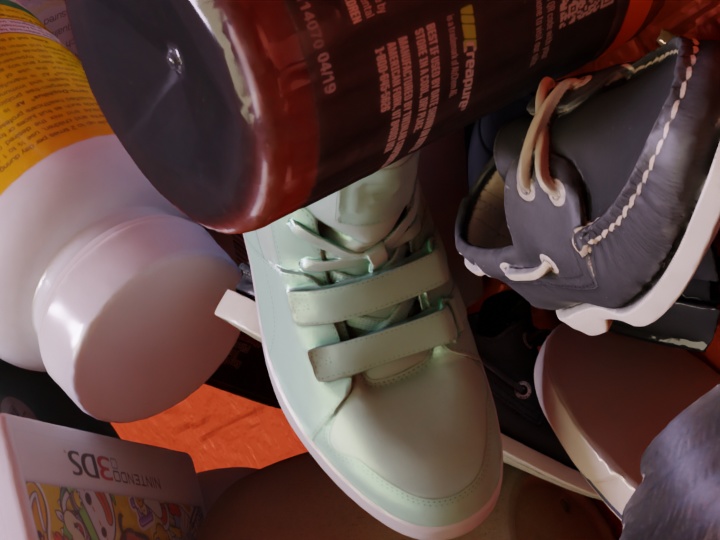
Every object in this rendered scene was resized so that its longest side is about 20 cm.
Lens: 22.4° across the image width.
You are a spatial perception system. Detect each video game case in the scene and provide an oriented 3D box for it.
[{"bbox_3d":[-0.086,0.163,0.735,0.182,0.023,0.201,30,-138,-69],"label":"video game case"}]

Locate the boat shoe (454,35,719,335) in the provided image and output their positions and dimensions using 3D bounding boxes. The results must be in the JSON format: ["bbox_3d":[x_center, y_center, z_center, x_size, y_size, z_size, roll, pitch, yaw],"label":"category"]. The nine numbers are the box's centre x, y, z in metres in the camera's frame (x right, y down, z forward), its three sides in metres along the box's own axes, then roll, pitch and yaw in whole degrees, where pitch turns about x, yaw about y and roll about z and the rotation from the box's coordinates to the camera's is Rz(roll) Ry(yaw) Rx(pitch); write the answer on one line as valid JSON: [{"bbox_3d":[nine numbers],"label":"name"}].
[{"bbox_3d":[0.067,-0.027,0.526,0.060,0.074,0.200,25,173,0],"label":"boat shoe"}]

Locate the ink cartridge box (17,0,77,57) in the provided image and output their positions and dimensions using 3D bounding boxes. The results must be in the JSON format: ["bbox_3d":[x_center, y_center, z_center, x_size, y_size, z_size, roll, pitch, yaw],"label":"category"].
[{"bbox_3d":[-0.178,-0.142,0.918,0.086,0.147,0.201,35,143,45],"label":"ink cartridge box"}]

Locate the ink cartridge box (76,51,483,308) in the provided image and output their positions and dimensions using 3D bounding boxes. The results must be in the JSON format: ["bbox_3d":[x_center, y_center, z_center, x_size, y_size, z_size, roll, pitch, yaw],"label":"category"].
[{"bbox_3d":[-0.042,-0.071,0.807,0.200,0.086,0.147,39,146,42],"label":"ink cartridge box"}]

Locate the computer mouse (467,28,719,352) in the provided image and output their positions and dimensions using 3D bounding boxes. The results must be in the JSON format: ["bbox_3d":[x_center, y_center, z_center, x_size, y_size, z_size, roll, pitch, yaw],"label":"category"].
[{"bbox_3d":[0.093,-0.027,0.646,0.200,0.046,0.141,38,147,40],"label":"computer mouse"}]

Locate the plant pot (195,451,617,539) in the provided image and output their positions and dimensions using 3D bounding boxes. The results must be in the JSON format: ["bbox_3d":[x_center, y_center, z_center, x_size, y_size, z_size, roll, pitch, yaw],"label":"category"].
[{"bbox_3d":[0.041,0.154,0.793,0.134,0.200,0.201,-31,87,31],"label":"plant pot"}]

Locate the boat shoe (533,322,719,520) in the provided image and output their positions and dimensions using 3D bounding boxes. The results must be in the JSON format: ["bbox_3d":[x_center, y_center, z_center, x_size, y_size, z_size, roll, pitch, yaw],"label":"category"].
[{"bbox_3d":[0.130,0.112,0.679,0.200,0.074,0.093,47,143,26],"label":"boat shoe"}]

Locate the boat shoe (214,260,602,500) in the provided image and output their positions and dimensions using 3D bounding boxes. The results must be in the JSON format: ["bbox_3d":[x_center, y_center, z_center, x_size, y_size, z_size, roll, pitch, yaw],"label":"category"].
[{"bbox_3d":[0.042,0.032,0.724,0.199,0.066,0.074,26,176,-13],"label":"boat shoe"}]

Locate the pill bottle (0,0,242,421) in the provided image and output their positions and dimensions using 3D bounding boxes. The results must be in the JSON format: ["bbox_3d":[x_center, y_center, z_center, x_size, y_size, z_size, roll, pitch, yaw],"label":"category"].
[{"bbox_3d":[-0.138,-0.028,0.783,0.200,0.112,0.113,44,149,34],"label":"pill bottle"}]

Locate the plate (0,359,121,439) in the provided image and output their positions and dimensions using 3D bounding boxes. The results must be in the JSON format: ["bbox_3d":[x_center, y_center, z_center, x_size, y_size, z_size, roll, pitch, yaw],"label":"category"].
[{"bbox_3d":[-0.132,0.097,0.802,0.201,0.025,0.200,56,-167,-20],"label":"plate"}]

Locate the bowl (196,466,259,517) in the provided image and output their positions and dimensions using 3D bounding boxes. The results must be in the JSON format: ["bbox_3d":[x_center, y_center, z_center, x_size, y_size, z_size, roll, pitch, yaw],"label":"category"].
[{"bbox_3d":[-0.030,0.185,0.932,0.200,0.074,0.200,61,169,6],"label":"bowl"}]

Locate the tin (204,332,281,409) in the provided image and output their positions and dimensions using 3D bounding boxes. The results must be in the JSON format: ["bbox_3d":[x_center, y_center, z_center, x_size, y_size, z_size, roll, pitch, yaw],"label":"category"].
[{"bbox_3d":[-0.107,0.019,0.937,0.112,0.042,0.200,25,-179,43],"label":"tin"}]

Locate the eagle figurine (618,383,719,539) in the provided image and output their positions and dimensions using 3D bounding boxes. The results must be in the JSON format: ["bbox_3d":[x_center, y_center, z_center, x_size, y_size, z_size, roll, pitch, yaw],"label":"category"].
[{"bbox_3d":[0.154,-0.010,0.444,0.151,0.151,0.201,-102,20,-61],"label":"eagle figurine"}]

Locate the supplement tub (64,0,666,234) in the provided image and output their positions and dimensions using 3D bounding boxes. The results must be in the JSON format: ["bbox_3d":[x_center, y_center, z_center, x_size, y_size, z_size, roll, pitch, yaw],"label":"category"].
[{"bbox_3d":[0.020,-0.095,0.535,0.107,0.199,0.107,40,145,36],"label":"supplement tub"}]

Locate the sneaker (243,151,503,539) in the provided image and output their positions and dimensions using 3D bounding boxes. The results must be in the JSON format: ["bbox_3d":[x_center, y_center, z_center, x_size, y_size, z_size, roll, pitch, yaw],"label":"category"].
[{"bbox_3d":[0.000,0.000,0.618,0.118,0.073,0.201,146,101,-79],"label":"sneaker"}]
